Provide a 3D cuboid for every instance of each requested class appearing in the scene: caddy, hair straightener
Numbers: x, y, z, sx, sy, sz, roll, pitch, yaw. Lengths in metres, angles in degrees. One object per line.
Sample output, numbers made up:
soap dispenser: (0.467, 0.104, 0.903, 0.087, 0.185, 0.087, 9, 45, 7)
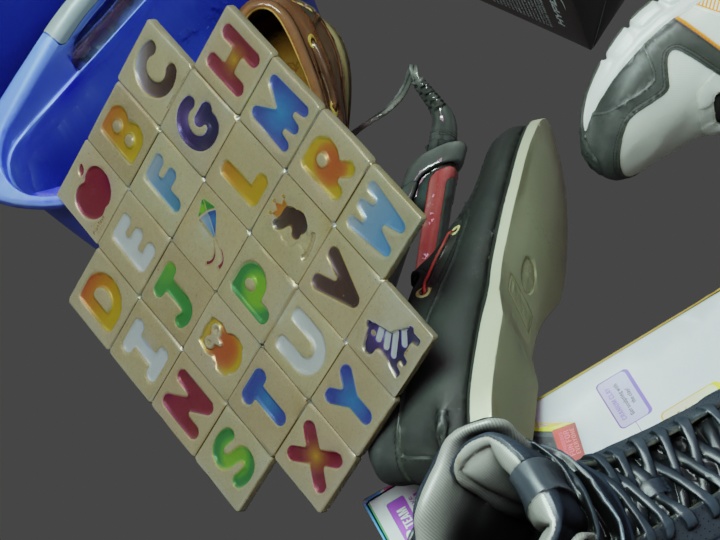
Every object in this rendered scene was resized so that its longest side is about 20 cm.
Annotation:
caddy: (-0.110, -0.106, 1.102, 0.141, 0.105, 0.200, 36, 80, 28)
hair straightener: (0.000, 0.000, 1.055, 0.077, 0.041, 0.200, 3, 73, 19)

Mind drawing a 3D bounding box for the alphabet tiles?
alphabet tiles: (-0.052, -0.004, 0.977, 0.200, 0.006, 0.167, 49, 124, 26)

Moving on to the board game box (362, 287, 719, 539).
board game box: (0.123, 0.111, 0.970, 0.200, 0.040, 0.153, -30, 61, 2)

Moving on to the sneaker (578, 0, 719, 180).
sneaker: (0.185, -0.101, 1.032, 0.200, 0.074, 0.080, -37, 63, -2)

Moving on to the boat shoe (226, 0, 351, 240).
boat shoe: (-0.033, -0.021, 1.004, 0.072, 0.068, 0.200, -7, 81, 8)

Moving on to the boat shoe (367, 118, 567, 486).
boat shoe: (0.049, 0.009, 1.001, 0.063, 0.074, 0.202, -5, 43, 23)

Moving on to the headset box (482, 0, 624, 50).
headset box: (0.059, -0.216, 1.120, 0.200, 0.075, 0.149, 27, 76, 25)

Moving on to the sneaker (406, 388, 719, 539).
sneaker: (0.106, 0.083, 0.883, 0.202, 0.146, 0.077, -36, 60, -4)
